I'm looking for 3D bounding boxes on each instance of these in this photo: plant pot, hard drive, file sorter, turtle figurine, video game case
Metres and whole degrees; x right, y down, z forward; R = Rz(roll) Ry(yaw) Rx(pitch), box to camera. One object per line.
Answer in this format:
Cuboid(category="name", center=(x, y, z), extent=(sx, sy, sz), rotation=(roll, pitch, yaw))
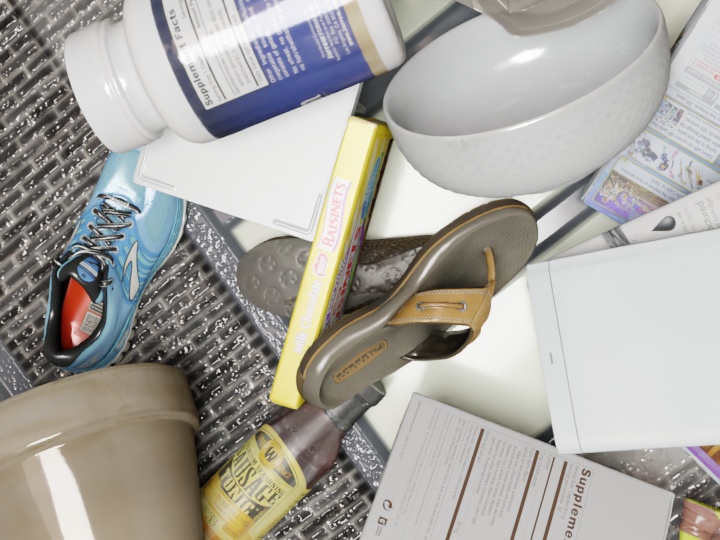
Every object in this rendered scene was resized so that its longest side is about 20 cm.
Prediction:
Cuboid(category="plant pot", center=(-0.192, 0.190, 0.767), extent=(0.198, 0.200, 0.175), rotation=(-27, 70, 8))
Cuboid(category="hard drive", center=(0.207, 0.045, 0.681), extent=(0.198, 0.027, 0.134), rotation=(-12, 87, 38))
Cuboid(category="file sorter", center=(-0.059, -0.141, 0.786), extent=(0.137, 0.124, 0.203), rotation=(18, 96, 7))
Cuboid(category="turtle figurine", center=(0.248, 0.259, 0.788), extent=(0.064, 0.199, 0.163), rotation=(6, 74, 49))
Cuboid(category="video game case", center=(0.288, -0.078, 0.751), extent=(0.198, 0.046, 0.183), rotation=(31, 121, 4))

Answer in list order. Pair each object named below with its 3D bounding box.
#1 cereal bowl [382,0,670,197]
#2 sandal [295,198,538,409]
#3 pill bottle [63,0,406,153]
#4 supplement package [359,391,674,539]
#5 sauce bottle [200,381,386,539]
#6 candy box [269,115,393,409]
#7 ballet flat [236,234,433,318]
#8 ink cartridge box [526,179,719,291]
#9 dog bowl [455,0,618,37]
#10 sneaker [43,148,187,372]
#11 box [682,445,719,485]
Cuboid(category="cereal bowl", center=(0.119, -0.113, 0.736), extent=(0.197, 0.201, 0.084), rotation=(-18, 121, 9))
Cuboid(category="sandal", center=(0.046, 0.032, 0.715), extent=(0.199, 0.082, 0.055), rotation=(-36, 50, -8))
Cuboid(category="pill bottle", center=(-0.079, -0.147, 0.670), extent=(0.197, 0.111, 0.113), rotation=(-20, 92, 9))
Cuboid(category="supplement package", center=(0.104, 0.194, 0.772), extent=(0.197, 0.122, 0.121), rotation=(21, 63, 5))
Cuboid(category="sauce bottle", center=(-0.063, 0.150, 0.839), extent=(0.066, 0.066, 0.200), rotation=(43, 97, 3))
Cuboid(category="candy box", center=(-0.018, -0.009, 0.759), extent=(0.026, 0.102, 0.203), rotation=(18, 100, 9))
Cuboid(category="ballet flat", center=(0.000, 0.000, 0.834), extent=(0.197, 0.046, 0.069), rotation=(-5, 97, 13))
Cuboid(category="ink cartridge box", center=(0.201, 0.026, 0.745), extent=(0.199, 0.067, 0.118), rotation=(-27, 79, 36))
Cuboid(category="dog bowl", center=(0.106, -0.258, 0.689), extent=(0.197, 0.059, 0.203), rotation=(0, 122, -1))
Cuboid(category="sneaker", center=(-0.195, -0.010, 0.830), extent=(0.077, 0.090, 0.203), rotation=(18, 95, 5))
Cuboid(category="box", center=(0.309, 0.071, 0.760), extent=(0.137, 0.039, 0.200), rotation=(44, 121, 3))
